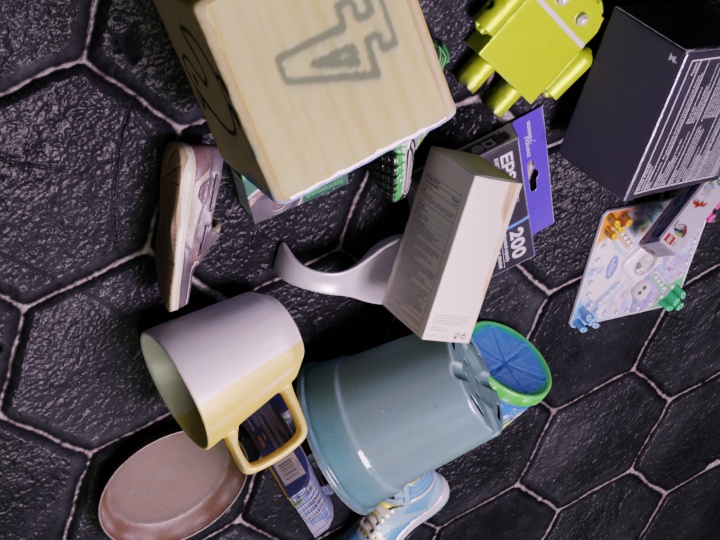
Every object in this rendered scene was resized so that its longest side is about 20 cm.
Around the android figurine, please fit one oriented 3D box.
[{"bbox_3d":[0.200,-0.268,1.518,0.200,0.041,0.182,-45,137,9],"label":"android figurine"}]

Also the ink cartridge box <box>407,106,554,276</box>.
[{"bbox_3d":[0.158,-0.078,1.649,0.199,0.043,0.199,-28,135,-13],"label":"ink cartridge box"}]

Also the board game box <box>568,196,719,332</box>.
[{"bbox_3d":[0.401,-0.010,1.886,0.199,0.026,0.201,-11,130,-27],"label":"board game box"}]

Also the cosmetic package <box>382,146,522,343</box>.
[{"bbox_3d":[0.103,-0.029,1.534,0.071,0.105,0.201,6,111,-32],"label":"cosmetic package"}]

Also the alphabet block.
[{"bbox_3d":[-0.056,-0.208,1.239,0.196,0.195,0.201,-29,116,-13],"label":"alphabet block"}]

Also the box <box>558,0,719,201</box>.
[{"bbox_3d":[0.367,-0.208,1.602,0.198,0.123,0.201,-14,133,-41],"label":"box"}]

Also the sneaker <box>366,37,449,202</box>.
[{"bbox_3d":[0.057,-0.163,1.479,0.085,0.078,0.201,-11,130,-28],"label":"sneaker"}]

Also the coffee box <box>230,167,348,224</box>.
[{"bbox_3d":[-0.087,-0.153,1.413,0.122,0.044,0.201,-24,135,-14],"label":"coffee box"}]

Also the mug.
[{"bbox_3d":[-0.144,0.116,1.534,0.153,0.149,0.188,-30,122,-22],"label":"mug"}]

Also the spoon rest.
[{"bbox_3d":[0.000,0.000,1.577,0.199,0.061,0.100,0,126,-25],"label":"spoon rest"}]

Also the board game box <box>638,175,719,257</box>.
[{"bbox_3d":[0.448,-0.105,1.754,0.200,0.035,0.126,-51,180,0],"label":"board game box"}]

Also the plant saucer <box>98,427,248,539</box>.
[{"bbox_3d":[-0.237,0.266,1.679,0.199,0.032,0.201,-19,133,-21],"label":"plant saucer"}]

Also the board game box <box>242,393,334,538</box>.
[{"bbox_3d":[-0.090,0.219,1.652,0.061,0.200,0.200,-31,152,-6],"label":"board game box"}]

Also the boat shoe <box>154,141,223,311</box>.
[{"bbox_3d":[-0.179,-0.045,1.424,0.064,0.072,0.201,-6,123,-24],"label":"boat shoe"}]

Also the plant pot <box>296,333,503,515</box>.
[{"bbox_3d":[0.055,0.166,1.627,0.195,0.201,0.200,-26,141,18],"label":"plant pot"}]

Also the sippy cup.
[{"bbox_3d":[0.166,0.160,1.802,0.177,0.140,0.131,12,130,-30],"label":"sippy cup"}]

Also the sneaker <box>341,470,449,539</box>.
[{"bbox_3d":[0.027,0.332,1.885,0.200,0.079,0.131,-42,141,-10],"label":"sneaker"}]
